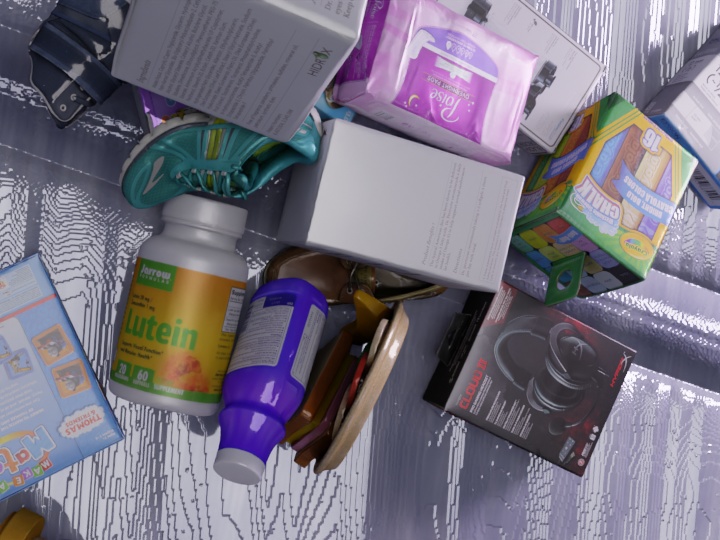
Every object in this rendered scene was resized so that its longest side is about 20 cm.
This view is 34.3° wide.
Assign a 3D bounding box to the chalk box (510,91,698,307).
[{"bbox_3d":[0.238,-0.057,1.217,0.123,0.125,0.201,36,68,-13],"label":"chalk box"}]

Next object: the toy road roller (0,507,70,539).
[{"bbox_3d":[-0.355,0.320,1.097,0.145,0.123,0.202,26,84,0],"label":"toy road roller"}]

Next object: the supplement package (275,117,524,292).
[{"bbox_3d":[0.036,-0.059,1.118,0.198,0.117,0.119,15,88,-18],"label":"supplement package"}]

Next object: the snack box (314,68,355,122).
[{"bbox_3d":[-0.025,-0.251,1.132,0.115,0.037,0.202,29,75,-26],"label":"snack box"}]

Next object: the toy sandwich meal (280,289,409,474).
[{"bbox_3d":[-0.021,0.106,1.140,0.070,0.205,0.207,27,85,-1],"label":"toy sandwich meal"}]

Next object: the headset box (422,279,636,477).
[{"bbox_3d":[0.172,0.108,1.251,0.198,0.077,0.150,27,85,-16],"label":"headset box"}]

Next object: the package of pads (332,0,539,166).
[{"bbox_3d":[0.074,-0.185,1.129,0.198,0.075,0.122,19,83,-33],"label":"package of pads"}]

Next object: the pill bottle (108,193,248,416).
[{"bbox_3d":[-0.171,0.031,1.136,0.110,0.111,0.203,13,88,-15],"label":"pill bottle"}]

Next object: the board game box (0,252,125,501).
[{"bbox_3d":[-0.338,0.106,1.132,0.150,0.037,0.202,-25,98,-13],"label":"board game box"}]

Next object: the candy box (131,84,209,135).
[{"bbox_3d":[-0.127,-0.196,1.161,0.197,0.071,0.170,-14,95,-14],"label":"candy box"}]

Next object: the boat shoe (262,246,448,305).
[{"bbox_3d":[0.000,0.000,1.204,0.197,0.068,0.073,-5,94,-15],"label":"boat shoe"}]

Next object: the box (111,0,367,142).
[{"bbox_3d":[-0.088,-0.253,0.962,0.169,0.200,0.201,20,66,-15],"label":"box"}]

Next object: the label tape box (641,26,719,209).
[{"bbox_3d":[0.431,-0.190,1.318,0.200,0.066,0.143,-45,102,-8],"label":"label tape box"}]

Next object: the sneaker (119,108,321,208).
[{"bbox_3d":[-0.129,-0.101,1.064,0.198,0.078,0.080,-21,59,9],"label":"sneaker"}]

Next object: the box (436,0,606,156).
[{"bbox_3d":[0.148,-0.225,1.241,0.199,0.060,0.117,34,83,-13],"label":"box"}]

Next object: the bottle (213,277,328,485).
[{"bbox_3d":[-0.090,0.105,1.121,0.065,0.083,0.202,42,48,-34],"label":"bottle"}]

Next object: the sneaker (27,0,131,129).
[{"bbox_3d":[-0.206,-0.170,1.066,0.201,0.077,0.147,35,84,-12],"label":"sneaker"}]
